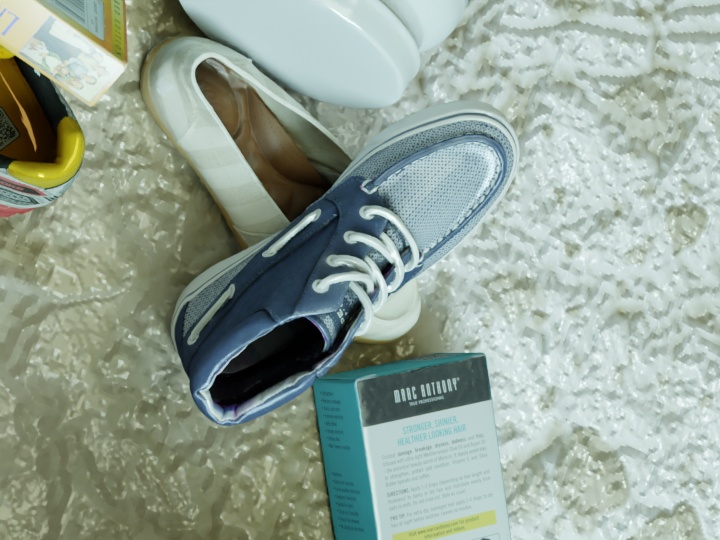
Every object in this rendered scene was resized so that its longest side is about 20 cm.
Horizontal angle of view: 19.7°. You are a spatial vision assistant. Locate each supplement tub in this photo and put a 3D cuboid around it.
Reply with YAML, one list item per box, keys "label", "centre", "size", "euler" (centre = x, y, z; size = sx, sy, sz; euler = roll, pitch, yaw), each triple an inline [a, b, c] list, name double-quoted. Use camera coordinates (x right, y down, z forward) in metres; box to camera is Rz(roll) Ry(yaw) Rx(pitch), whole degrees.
- label: "supplement tub"
  centre: [0.007, -0.196, 1.023]
  size: [0.140, 0.140, 0.200]
  euler: [34, 72, -25]

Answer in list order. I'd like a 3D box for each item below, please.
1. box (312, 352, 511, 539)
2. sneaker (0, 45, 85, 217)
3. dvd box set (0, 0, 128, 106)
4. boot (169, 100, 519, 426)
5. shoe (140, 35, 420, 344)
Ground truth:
- label: "box"
  centre: [0.033, 0.147, 1.077]
  size: [0.082, 0.049, 0.200]
  euler: [-9, 93, -31]
- label: "sneaker"
  centre: [-0.193, -0.113, 0.935]
  size: [0.200, 0.082, 0.078]
  euler: [49, 67, -19]
- label: "dvd box set"
  centre: [-0.190, -0.167, 0.914]
  size: [0.200, 0.146, 0.029]
  euler: [35, 111, -25]
- label: "boot"
  centre: [0.000, 0.000, 0.992]
  size: [0.200, 0.090, 0.073]
  euler: [-38, 114, 5]
- label: "shoe"
  centre: [-0.033, -0.037, 1.043]
  size: [0.200, 0.053, 0.070]
  euler: [48, 66, -20]
